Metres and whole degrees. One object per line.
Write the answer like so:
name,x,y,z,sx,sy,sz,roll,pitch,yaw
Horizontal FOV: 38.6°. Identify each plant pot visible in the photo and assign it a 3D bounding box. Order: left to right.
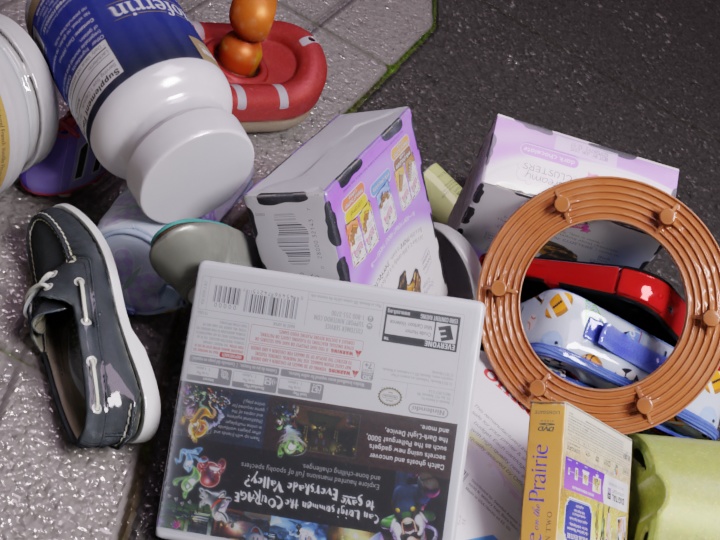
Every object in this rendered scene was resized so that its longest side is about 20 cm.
plant pot,0.282,0.213,0.809,0.180,0.203,0.202,13,40,-8

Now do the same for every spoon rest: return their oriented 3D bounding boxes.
spoon rest,0.047,-0.017,0.944,0.060,0.101,0.200,-21,35,-21

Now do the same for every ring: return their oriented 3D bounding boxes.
ring,0.188,0.025,0.801,0.200,0.201,0.019,43,3,13

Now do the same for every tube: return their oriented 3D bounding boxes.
tube,0.132,-0.026,1.060,0.058,0.052,0.200,-43,82,-12

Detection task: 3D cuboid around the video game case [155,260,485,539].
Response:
video game case,-0.026,0.099,0.683,0.195,0.023,0.186,8,83,4

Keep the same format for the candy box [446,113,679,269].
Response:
candy box,0.170,-0.039,0.934,0.164,0.201,0.073,17,65,-1

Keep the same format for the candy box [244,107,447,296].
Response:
candy box,0.000,0.000,0.804,0.070,0.204,0.168,-1,26,26

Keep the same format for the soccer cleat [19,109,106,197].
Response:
soccer cleat,-0.210,-0.137,0.874,0.066,0.077,0.199,37,55,19

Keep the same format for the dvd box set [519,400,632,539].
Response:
dvd box set,0.147,0.204,0.705,0.146,0.029,0.204,28,64,-53

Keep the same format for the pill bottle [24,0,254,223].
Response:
pill bottle,-0.166,-0.141,0.779,0.114,0.116,0.202,-11,58,-42

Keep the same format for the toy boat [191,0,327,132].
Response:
toy boat,-0.116,-0.220,1.019,0.198,0.132,0.131,-10,54,-42

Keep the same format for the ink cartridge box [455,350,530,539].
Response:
ink cartridge box,0.085,0.172,0.778,0.144,0.085,0.199,41,39,10

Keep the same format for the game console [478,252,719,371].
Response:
game console,0.220,0.039,0.921,0.175,0.032,0.199,13,-17,43

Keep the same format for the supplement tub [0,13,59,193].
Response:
supplement tub,-0.328,-0.104,0.730,0.144,0.145,0.199,41,38,11

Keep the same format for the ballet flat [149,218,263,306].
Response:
ballet flat,-0.088,0.018,0.775,0.064,0.067,0.200,61,9,23

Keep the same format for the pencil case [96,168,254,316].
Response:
pencil case,-0.151,-0.051,0.849,0.089,0.084,0.201,16,38,1

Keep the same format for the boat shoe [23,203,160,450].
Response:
boat shoe,-0.204,0.034,0.729,0.060,0.076,0.201,-2,49,-44

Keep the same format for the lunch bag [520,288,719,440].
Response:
lunch bag,0.212,0.089,0.899,0.197,0.160,0.077,25,76,-9
